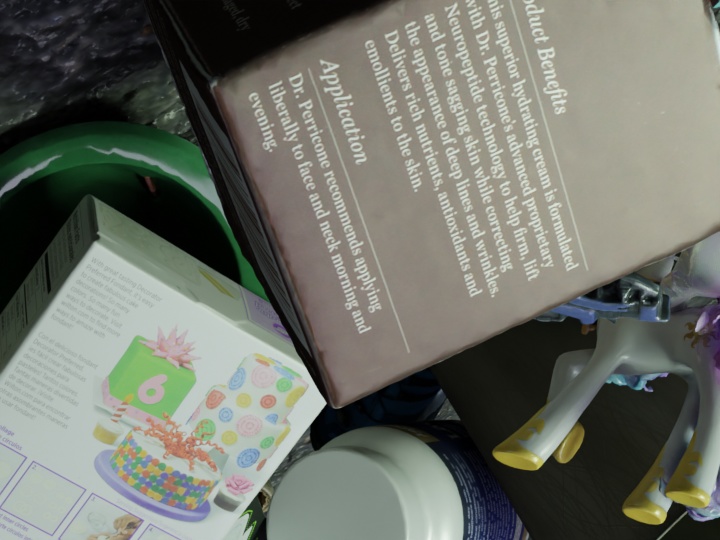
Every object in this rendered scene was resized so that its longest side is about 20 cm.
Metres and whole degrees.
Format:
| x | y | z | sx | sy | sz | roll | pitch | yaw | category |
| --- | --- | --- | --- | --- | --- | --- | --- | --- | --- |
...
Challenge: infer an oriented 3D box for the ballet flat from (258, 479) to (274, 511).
| x | y | z | sx | sy | sz | roll | pitch | yaw | category |
| --- | --- | --- | --- | --- | --- | --- | --- | --- | --- |
| -0.130 | 0.145 | 1.418 | 0.199 | 0.063 | 0.067 | -1 | 147 | -47 | ballet flat |

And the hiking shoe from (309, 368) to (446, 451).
| x | y | z | sx | sy | sz | roll | pitch | yaw | category |
| --- | --- | --- | --- | --- | --- | --- | --- | --- | --- |
| 0.035 | 0.052 | 1.402 | 0.200 | 0.075 | 0.087 | -41 | 148 | 9 | hiking shoe |

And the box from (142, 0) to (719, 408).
| x | y | z | sx | sy | sz | roll | pitch | yaw | category |
| --- | --- | --- | --- | --- | --- | --- | --- | --- | --- |
| 0.029 | -0.083 | 0.873 | 0.198 | 0.164 | 0.167 | -24 | 123 | -7 | box |

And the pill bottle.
| x | y | z | sx | sy | sz | roll | pitch | yaw | category |
| --- | --- | --- | --- | --- | --- | --- | --- | --- | --- |
| 0.025 | 0.154 | 1.308 | 0.115 | 0.116 | 0.200 | -34 | 166 | 19 | pill bottle |

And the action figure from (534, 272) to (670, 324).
| x | y | z | sx | sy | sz | roll | pitch | yaw | category |
| --- | --- | --- | --- | --- | --- | --- | --- | --- | --- |
| 0.066 | -0.037 | 1.077 | 0.198 | 0.105 | 0.195 | 8 | 133 | 2 | action figure |

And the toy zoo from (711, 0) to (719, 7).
| x | y | z | sx | sy | sz | roll | pitch | yaw | category |
| --- | --- | --- | --- | --- | --- | --- | --- | --- | --- |
| 0.156 | -0.138 | 1.099 | 0.130 | 0.021 | 0.200 | 22 | 132 | -34 | toy zoo |

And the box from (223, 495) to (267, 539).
| x | y | z | sx | sy | sz | roll | pitch | yaw | category |
| --- | --- | --- | --- | --- | --- | --- | --- | --- | --- |
| -0.149 | 0.138 | 1.224 | 0.124 | 0.148 | 0.200 | -48 | 163 | -15 | box |

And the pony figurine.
| x | y | z | sx | sy | sz | roll | pitch | yaw | category |
| --- | --- | --- | --- | --- | --- | --- | --- | --- | --- |
| 0.186 | 0.036 | 1.151 | 0.191 | 0.201 | 0.167 | 10 | 156 | 27 | pony figurine |

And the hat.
| x | y | z | sx | sy | sz | roll | pitch | yaw | category |
| --- | --- | --- | --- | --- | --- | --- | --- | --- | --- |
| -0.133 | -0.019 | 1.108 | 0.165 | 0.176 | 0.201 | -28 | 119 | 3 | hat |

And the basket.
| x | y | z | sx | sy | sz | roll | pitch | yaw | category |
| --- | --- | --- | --- | --- | --- | --- | --- | --- | --- |
| 0.141 | 0.096 | 1.286 | 0.135 | 0.200 | 0.181 | -10 | 142 | -46 | basket |

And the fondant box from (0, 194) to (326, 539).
| x | y | z | sx | sy | sz | roll | pitch | yaw | category |
| --- | --- | --- | --- | --- | --- | --- | --- | --- | --- |
| -0.127 | 0.085 | 1.026 | 0.144 | 0.058 | 0.201 | 31 | 107 | -22 | fondant box |

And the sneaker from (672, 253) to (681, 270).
| x | y | z | sx | sy | sz | roll | pitch | yaw | category |
| --- | --- | --- | --- | --- | --- | --- | --- | --- | --- |
| 0.193 | -0.027 | 1.323 | 0.200 | 0.074 | 0.082 | -35 | -179 | -42 | sneaker |
